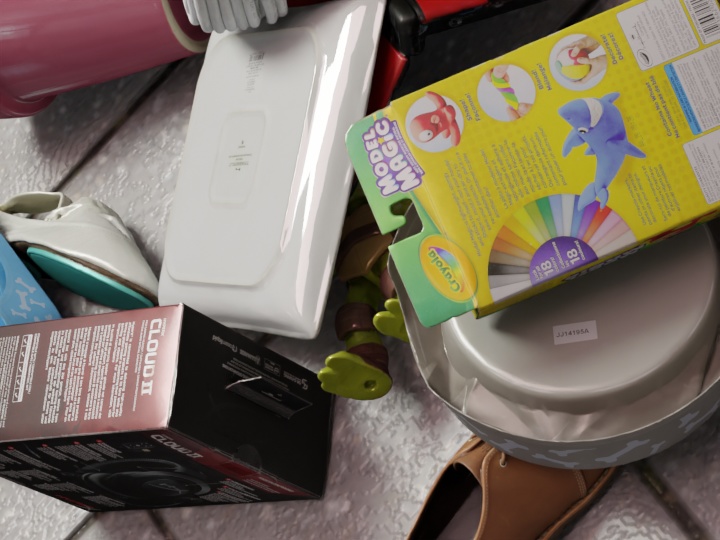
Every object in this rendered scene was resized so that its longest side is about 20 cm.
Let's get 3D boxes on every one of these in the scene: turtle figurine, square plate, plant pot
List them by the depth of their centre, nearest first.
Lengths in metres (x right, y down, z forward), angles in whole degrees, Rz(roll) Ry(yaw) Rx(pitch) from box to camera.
[{"bbox_3d":[0.000,0.000,1.308,0.200,0.064,0.162,-32,38,20],"label":"turtle figurine"},{"bbox_3d":[-0.061,-0.063,1.324,0.200,0.028,0.199,3,81,60],"label":"square plate"},{"bbox_3d":[-0.187,-0.200,1.467,0.178,0.200,0.201,-1,69,19],"label":"plant pot"}]

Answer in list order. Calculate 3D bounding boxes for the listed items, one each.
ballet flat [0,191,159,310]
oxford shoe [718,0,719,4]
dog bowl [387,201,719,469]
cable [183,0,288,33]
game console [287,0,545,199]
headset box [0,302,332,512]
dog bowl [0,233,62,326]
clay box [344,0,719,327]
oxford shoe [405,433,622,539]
[{"bbox_3d":[-0.195,-0.020,1.465,0.200,0.069,0.070,8,75,42],"label":"ballet flat"},{"bbox_3d":[0.167,-0.180,1.242,0.073,0.071,0.200,-58,24,15],"label":"oxford shoe"},{"bbox_3d":[0.115,0.013,1.177,0.199,0.059,0.201,-7,57,11],"label":"dog bowl"},{"bbox_3d":[-0.085,-0.237,1.295,0.069,0.200,0.200,-11,46,-3],"label":"cable"},{"bbox_3d":[0.023,-0.151,1.355,0.172,0.119,0.200,-18,37,-14],"label":"game console"},{"bbox_3d":[-0.123,0.083,1.308,0.199,0.149,0.078,-9,66,34],"label":"headset box"},{"bbox_3d":[-0.252,0.024,1.449,0.200,0.049,0.112,51,134,23],"label":"dog bowl"},{"bbox_3d":[0.102,-0.057,1.136,0.199,0.048,0.115,-23,83,0],"label":"clay box"},{"bbox_3d":[0.088,0.096,1.200,0.071,0.071,0.200,27,83,42],"label":"oxford shoe"}]
